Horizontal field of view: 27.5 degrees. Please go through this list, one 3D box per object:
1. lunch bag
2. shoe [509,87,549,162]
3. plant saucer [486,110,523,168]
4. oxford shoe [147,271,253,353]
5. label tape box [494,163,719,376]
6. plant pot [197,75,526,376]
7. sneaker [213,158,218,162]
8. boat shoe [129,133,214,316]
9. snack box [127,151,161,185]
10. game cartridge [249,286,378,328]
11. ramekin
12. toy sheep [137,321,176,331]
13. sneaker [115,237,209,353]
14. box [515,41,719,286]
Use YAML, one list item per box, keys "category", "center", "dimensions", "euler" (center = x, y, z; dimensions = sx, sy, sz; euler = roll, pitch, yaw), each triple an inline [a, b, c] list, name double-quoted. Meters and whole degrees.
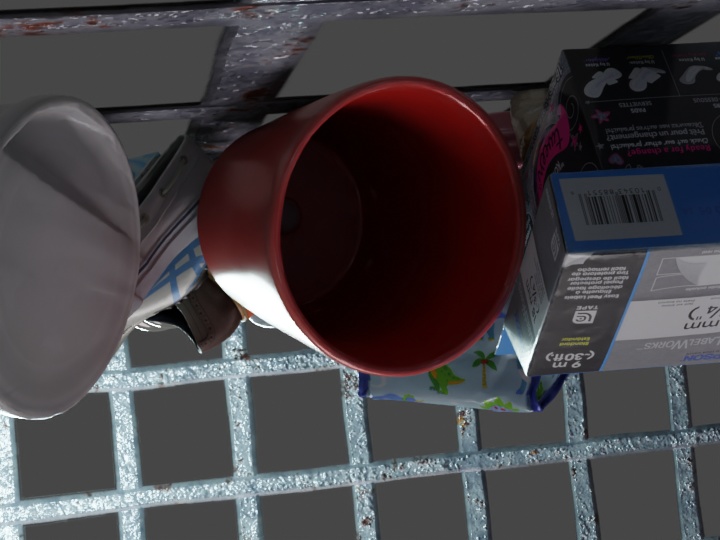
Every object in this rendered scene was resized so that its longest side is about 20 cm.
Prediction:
- category: "lunch bag"
  center: [0.105, 0.041, 1.305]
  dimensions: [0.169, 0.128, 0.200]
  euler: [5, -167, 21]
- category: "shoe"
  center: [0.202, -0.115, 1.067]
  dimensions: [0.199, 0.054, 0.070]
  euler: [-7, 132, -16]
- category: "plant saucer"
  center: [0.106, -0.092, 1.198]
  dimensions: [0.199, 0.051, 0.201]
  euler: [-6, 175, -1]
- category: "oxford shoe"
  center: [-0.180, -0.006, 1.237]
  dimensions: [0.200, 0.073, 0.071]
  euler: [34, 157, 24]
- category: "label tape box"
  center: [0.173, 0.020, 0.928]
  dimensions: [0.143, 0.064, 0.200]
  euler: [-4, 145, -8]
- category: "plant pot"
  center: [-0.015, -0.034, 1.026]
  dimensions: [0.199, 0.202, 0.177]
  euler: [-3, -175, -31]
- category: "sneaker"
  center: [-0.095, -0.051, 1.271]
  dimensions: [0.199, 0.078, 0.140]
  euler: [-3, 174, -29]
- category: "boat shoe"
  center: [-0.175, -0.019, 1.065]
  dimensions: [0.073, 0.067, 0.200]
  euler: [-9, -145, 51]
- category: "snack box"
  center: [-0.248, -0.030, 1.186]
  dimensions: [0.199, 0.037, 0.116]
  euler: [-10, -143, 39]
- category: "game cartridge"
  center: [0.000, 0.000, 1.209]
  dimensions: [0.133, 0.042, 0.200]
  euler: [-34, -162, -28]
- category: "ramekin"
  center: [-0.228, -0.012, 0.934]
  dimensions: [0.094, 0.204, 0.202]
  euler: [6, 180, 22]
- category: "toy sheep"
  center: [-0.190, -0.004, 1.412]
  dimensions: [0.199, 0.139, 0.137]
  euler: [-5, 177, 44]
- category: "sneaker"
  center: [-0.171, 0.001, 1.154]
  dimensions: [0.200, 0.072, 0.072]
  euler: [-41, -164, 14]
- category: "box"
  center: [0.183, -0.044, 0.997]
  dimensions: [0.131, 0.115, 0.200]
  euler: [-5, 146, -12]
